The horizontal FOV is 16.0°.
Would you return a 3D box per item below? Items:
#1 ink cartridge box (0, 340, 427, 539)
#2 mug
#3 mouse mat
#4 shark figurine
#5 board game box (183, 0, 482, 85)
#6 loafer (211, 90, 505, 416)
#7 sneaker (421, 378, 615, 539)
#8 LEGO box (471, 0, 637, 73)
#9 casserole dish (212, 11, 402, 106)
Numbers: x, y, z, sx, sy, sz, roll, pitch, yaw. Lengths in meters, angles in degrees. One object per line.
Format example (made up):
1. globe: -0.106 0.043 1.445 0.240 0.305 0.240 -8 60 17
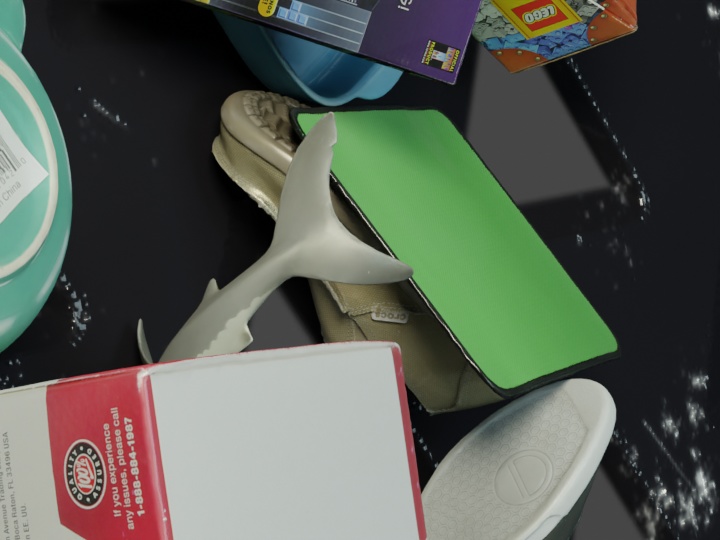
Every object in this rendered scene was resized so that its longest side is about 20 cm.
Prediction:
1. ink cartridge box: -0.095 0.112 0.938 0.145 0.200 0.146 -5 86 -52
2. mug: -0.181 -0.045 0.938 0.152 0.114 0.185 9 75 -48
3. mouse mat: 0.048 -0.014 1.191 0.161 0.008 0.200 53 21 11
4. shark figurine: -0.065 0.037 1.069 0.128 0.215 0.090 -11 48 -23
5. board game box: -0.008 -0.199 1.104 0.165 0.057 0.200 16 97 -17
6. loafer: 0.000 0.000 1.175 0.200 0.068 0.076 43 20 -16
7. sneaker: 0.068 0.148 1.191 0.200 0.071 0.099 -56 134 -8
8. LEGO box: 0.071 -0.226 1.272 0.149 0.077 0.200 40 44 -44
9. casserole dish: -0.044 -0.165 1.187 0.200 0.039 0.121 60 43 -22
